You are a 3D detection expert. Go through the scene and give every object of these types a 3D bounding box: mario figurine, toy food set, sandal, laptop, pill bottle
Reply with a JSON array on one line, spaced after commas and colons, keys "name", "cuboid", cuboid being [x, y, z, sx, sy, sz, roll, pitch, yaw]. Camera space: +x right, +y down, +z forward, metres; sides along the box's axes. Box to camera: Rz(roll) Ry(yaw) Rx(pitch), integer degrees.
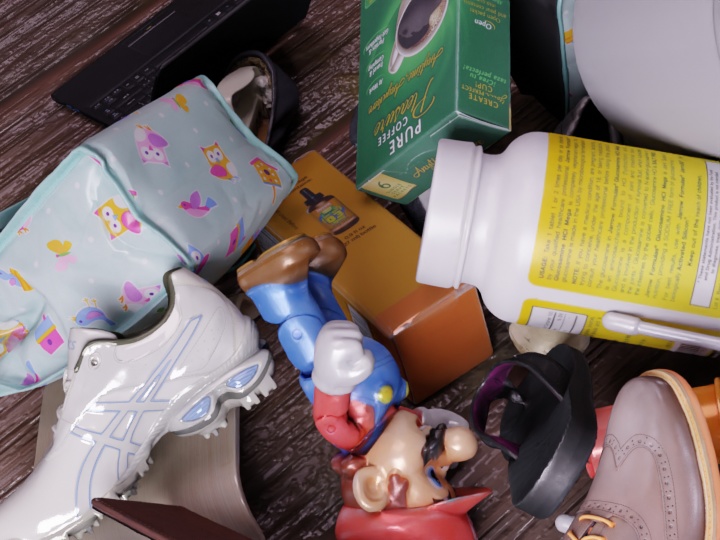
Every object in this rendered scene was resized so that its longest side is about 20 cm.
[{"name": "mario figurine", "cuboid": [0.018, 0.068, 1.012, 0.123, 0.200, 0.106, -24, -6, -40]}, {"name": "toy food set", "cuboid": [-0.124, 0.112, 1.115, 0.143, 0.060, 0.200, -23, 38, 15]}, {"name": "sandal", "cuboid": [0.090, 0.075, 0.986, 0.075, 0.048, 0.200, -60, 3, 6]}, {"name": "laptop", "cuboid": [-0.135, -0.191, 1.407, 0.177, 0.103, 0.200, -41, 44, -23]}, {"name": "pill bottle", "cuboid": [0.136, -0.018, 1.051, 0.199, 0.113, 0.113, 10, 45, 1]}]

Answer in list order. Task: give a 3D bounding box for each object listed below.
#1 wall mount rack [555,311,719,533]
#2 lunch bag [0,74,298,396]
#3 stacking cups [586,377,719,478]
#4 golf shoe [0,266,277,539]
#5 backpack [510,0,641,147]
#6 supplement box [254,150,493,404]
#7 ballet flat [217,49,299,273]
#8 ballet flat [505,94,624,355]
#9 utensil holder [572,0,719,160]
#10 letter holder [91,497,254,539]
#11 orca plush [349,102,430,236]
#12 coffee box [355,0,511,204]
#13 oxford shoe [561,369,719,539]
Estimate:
[{"name": "wall mount rack", "cuboid": [0.192, 0.089, 0.942, 0.174, 0.074, 0.200, -5, 66, 59]}, {"name": "lunch bag", "cuboid": [-0.161, -0.011, 1.149, 0.200, 0.122, 0.170, -41, 1, 32]}, {"name": "stacking cups", "cuboid": [0.222, 0.083, 1.002, 0.200, 0.061, 0.061, -13, 41, 16]}, {"name": "golf shoe", "cuboid": [-0.147, 0.080, 1.025, 0.200, 0.097, 0.078, -40, 13, -10]}, {"name": "backpack", "cuboid": [0.202, -0.194, 1.217, 0.200, 0.176, 0.153, -36, 56, -14]}, {"name": "supplement box", "cuboid": [0.000, 0.000, 1.171, 0.066, 0.069, 0.200, -32, 43, -14]}, {"name": "ballet flat", "cuboid": [-0.092, -0.087, 1.302, 0.073, 0.073, 0.200, -3, 44, 19]}, {"name": "ballet flat", "cuboid": [0.126, -0.026, 1.142, 0.066, 0.057, 0.200, 7, 54, 8]}, {"name": "utensil holder", "cuboid": [0.231, -0.143, 1.030, 0.170, 0.170, 0.200, -32, 14, -14]}, {"name": "letter holder", "cuboid": [-0.081, 0.190, 0.913, 0.200, 0.142, 0.101, 18, 89, 37]}, {"name": "orca plush", "cuboid": [0.061, -0.072, 1.224, 0.105, 0.071, 0.200, -30, 61, -1]}, {"name": "coffee box", "cuboid": [0.046, -0.154, 1.165, 0.123, 0.044, 0.200, -35, 46, 50]}, {"name": "oxford shoe", "cuboid": [0.124, 0.143, 0.883, 0.071, 0.073, 0.201, -13, 66, 57]}]
